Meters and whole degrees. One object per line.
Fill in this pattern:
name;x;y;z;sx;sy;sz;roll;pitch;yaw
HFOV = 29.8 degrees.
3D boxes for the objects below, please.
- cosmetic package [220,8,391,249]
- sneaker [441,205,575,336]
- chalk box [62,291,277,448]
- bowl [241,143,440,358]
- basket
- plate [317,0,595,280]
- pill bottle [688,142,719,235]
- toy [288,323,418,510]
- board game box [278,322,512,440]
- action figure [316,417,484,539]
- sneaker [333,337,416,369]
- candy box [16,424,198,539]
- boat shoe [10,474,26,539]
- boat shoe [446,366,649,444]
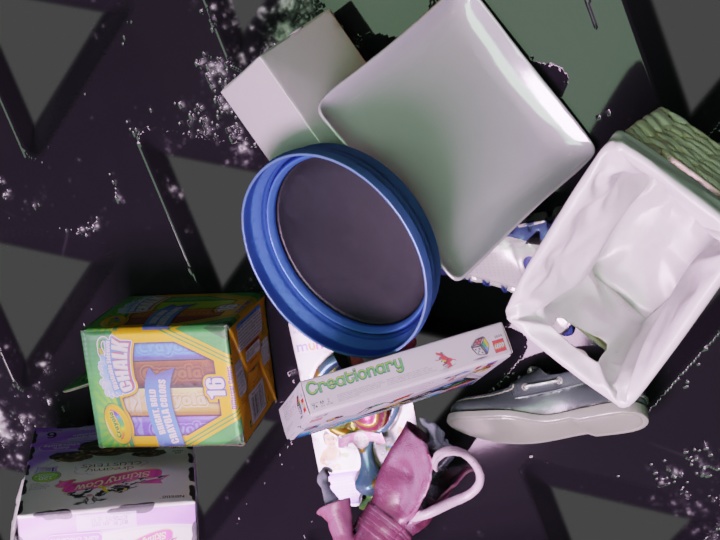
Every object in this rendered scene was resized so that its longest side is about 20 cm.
cosmetic package;-0.021;-0.121;1.239;0.201;0.107;0.085;55;143;-3
sneaker;0.156;0.006;1.256;0.196;0.081;0.117;-7;101;14
chalk box;-0.198;0.097;1.347;0.197;0.125;0.126;-2;105;13
bowl;-0.016;-0.018;1.195;0.198;0.039;0.203;20;129;27
basket;0.231;-0.015;1.104;0.135;0.123;0.201;38;129;13
plate;0.086;-0.124;1.214;0.199;0.032;0.201;-41;94;-21
pill bottle;0.338;-0.043;1.179;0.198;0.112;0.113;27;110;5
toy;-0.004;0.146;1.352;0.113;0.047;0.203;-9;103;14
board game box;0.030;0.103;1.244;0.197;0.126;0.035;-15;77;-17
action figure;0.032;0.247;1.293;0.134;0.148;0.201;43;81;-30
sneaker;0.000;0.000;1.310;0.086;0.074;0.203;-15;92;-15
candy box;-0.244;0.221;1.330;0.165;0.200;0.073;-3;107;-8
boat shoe;-0.355;0.294;1.473;0.072;0.065;0.203;9;107;11
boat shoe;0.180;0.125;1.305;0.197;0.073;0.063;-7;61;23
